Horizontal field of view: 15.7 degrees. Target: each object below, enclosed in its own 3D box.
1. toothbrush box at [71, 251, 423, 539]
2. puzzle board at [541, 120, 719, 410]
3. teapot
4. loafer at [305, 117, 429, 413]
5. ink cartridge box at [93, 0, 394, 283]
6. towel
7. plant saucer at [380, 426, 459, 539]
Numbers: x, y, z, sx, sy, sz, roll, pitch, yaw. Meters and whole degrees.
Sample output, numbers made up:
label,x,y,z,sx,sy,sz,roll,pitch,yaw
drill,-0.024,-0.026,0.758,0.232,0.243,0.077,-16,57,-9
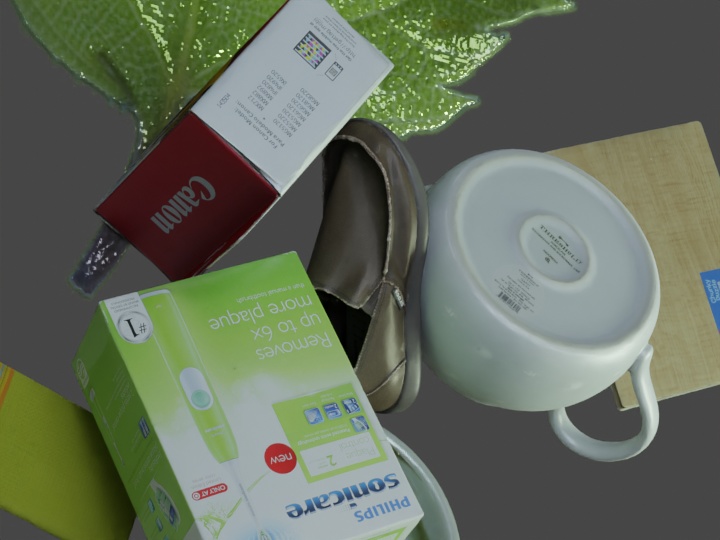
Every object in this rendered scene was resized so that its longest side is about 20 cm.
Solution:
label,x,y,z,sx,sy,sz,roll,pitch,yaw
toothbrush box,-0.074,0.105,1.651,0.145,0.086,0.200,-14,67,-27
puzzle board,0.222,-0.005,1.960,0.150,0.017,0.201,-12,79,-29
teapot,0.104,0.026,1.820,0.197,0.146,0.200,5,55,-27
loafer,0.000,0.000,1.731,0.071,0.073,0.201,-10,97,-43
ink cartridge box,-0.092,-0.072,1.730,0.084,0.200,0.176,43,60,-6
towel,-0.221,0.114,1.685,0.200,0.018,0.086,32,66,-33
plant saucer,-0.035,0.183,1.700,0.199,0.050,0.201,9,57,-15
